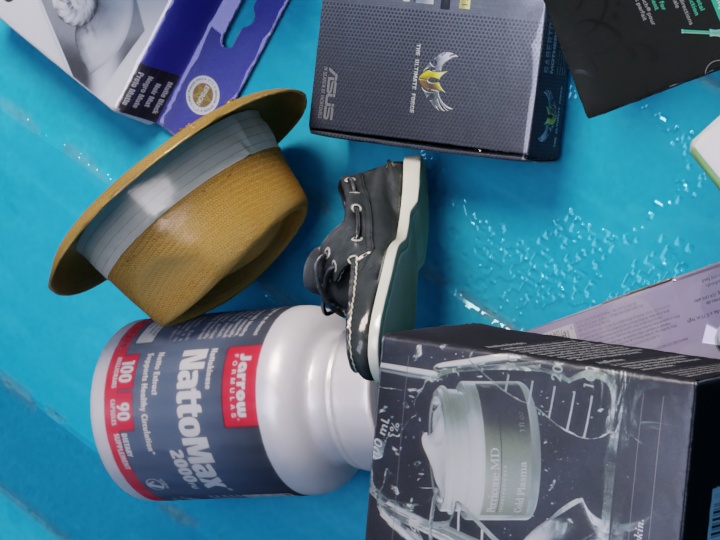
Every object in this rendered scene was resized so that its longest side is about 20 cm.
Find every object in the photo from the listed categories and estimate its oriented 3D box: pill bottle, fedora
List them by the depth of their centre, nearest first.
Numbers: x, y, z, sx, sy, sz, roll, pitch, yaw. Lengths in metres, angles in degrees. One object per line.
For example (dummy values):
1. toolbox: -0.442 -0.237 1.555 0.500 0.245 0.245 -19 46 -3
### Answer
1. fedora: -0.097 -0.028 1.442 0.201 0.201 0.082 -42 80 24
2. pill bottle: -0.058 0.083 1.454 0.200 0.120 0.120 -6 88 31

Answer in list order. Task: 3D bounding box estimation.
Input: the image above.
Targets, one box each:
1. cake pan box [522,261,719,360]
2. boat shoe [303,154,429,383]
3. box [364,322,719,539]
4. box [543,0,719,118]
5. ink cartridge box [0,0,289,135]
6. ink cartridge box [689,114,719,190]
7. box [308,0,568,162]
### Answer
1. cake pan box: 0.192 0.099 1.345 0.200 0.052 0.185 -22 78 29
2. boat shoe: 0.000 -0.002 1.379 0.066 0.200 0.075 -1 131 10
3. box: 0.116 0.141 1.294 0.196 0.124 0.200 7 95 34
4. box: 0.207 -0.175 1.172 0.200 0.148 0.125 -20 93 38
5. ink cartridge box: -0.139 -0.210 1.543 0.200 0.041 0.200 37 108 25
6. ink cartridge box: 0.275 -0.030 1.206 0.084 0.200 0.145 -44 70 21
7. box: 0.055 -0.173 1.422 0.157 0.051 0.200 10 96 29
